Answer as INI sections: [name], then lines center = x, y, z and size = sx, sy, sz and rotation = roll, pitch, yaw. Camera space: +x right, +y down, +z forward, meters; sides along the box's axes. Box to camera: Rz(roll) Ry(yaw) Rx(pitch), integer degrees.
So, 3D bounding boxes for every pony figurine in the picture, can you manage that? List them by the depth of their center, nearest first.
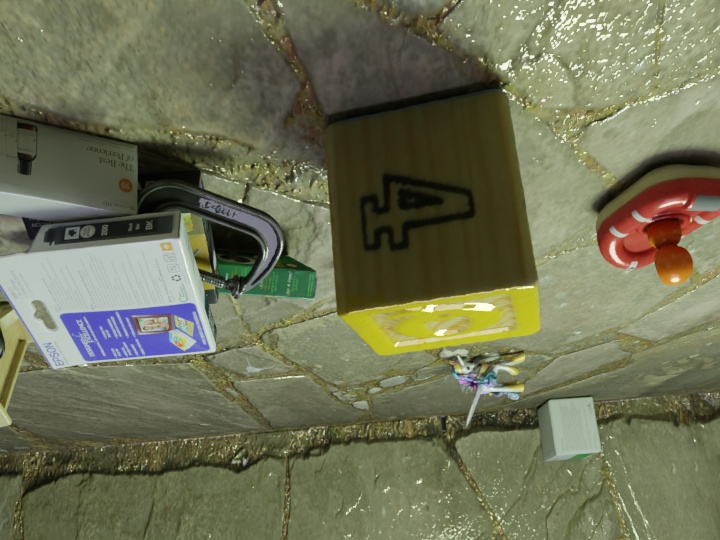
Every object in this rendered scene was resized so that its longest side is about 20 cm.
[pony figurine]
center = 0.316, 0.288, 1.939
size = 0.194, 0.168, 0.197
rotation = -1, 129, -3

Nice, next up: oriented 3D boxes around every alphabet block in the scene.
[alphabet block]
center = 0.080, -0.039, 0.798
size = 0.191, 0.205, 0.195
rotation = -10, 161, 13

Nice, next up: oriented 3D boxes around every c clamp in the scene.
[c clamp]
center = -0.190, -0.020, 0.847
size = 0.195, 0.027, 0.173
rotation = 14, 121, -17

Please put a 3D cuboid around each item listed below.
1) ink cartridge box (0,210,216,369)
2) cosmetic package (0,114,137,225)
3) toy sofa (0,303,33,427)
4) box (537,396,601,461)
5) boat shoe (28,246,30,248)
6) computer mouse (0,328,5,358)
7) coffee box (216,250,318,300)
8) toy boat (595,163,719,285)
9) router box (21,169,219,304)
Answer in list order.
[ink cartridge box]
center = -0.269, 0.027, 0.816
size = 0.194, 0.044, 0.201
rotation = -6, 140, -3
[cosmetic package]
center = -0.318, -0.097, 0.733
size = 0.196, 0.085, 0.050
rotation = 8, 158, -35
[toy sofa]
center = -0.579, 0.149, 1.167
size = 0.095, 0.202, 0.084
rotation = -12, 129, 0
[box]
center = 0.762, 0.584, 2.774
size = 0.166, 0.205, 0.200
rotation = -3, 160, -1
[boat shoe]
center = -0.353, 0.004, 1.033
size = 0.071, 0.069, 0.197
rotation = -21, 155, 39
[computer mouse]
center = -0.590, 0.087, 1.110
size = 0.195, 0.144, 0.046
rotation = -13, 173, 21
[coffee box]
center = -0.170, 0.003, 1.041
size = 0.195, 0.045, 0.122
rotation = 5, -171, -27
[toy boat]
center = 0.402, -0.045, 0.999
size = 0.127, 0.134, 0.200
rotation = 0, 160, -15
[router box]
center = -0.270, -0.030, 0.877
size = 0.194, 0.053, 0.160
rotation = -5, 130, -3
